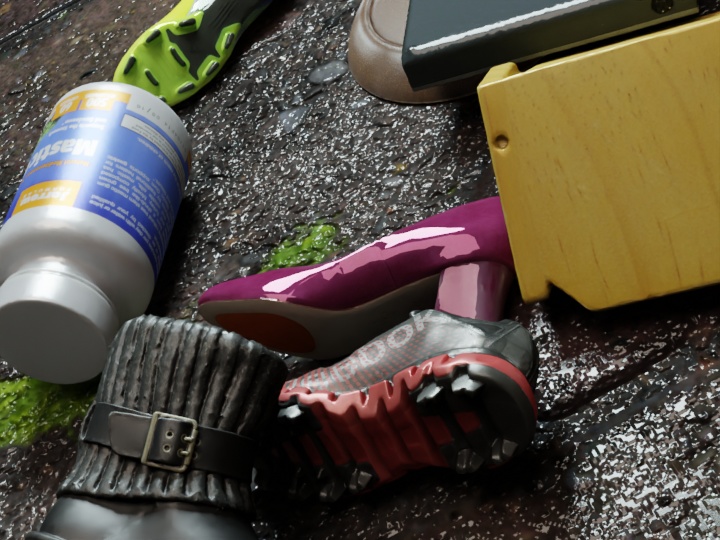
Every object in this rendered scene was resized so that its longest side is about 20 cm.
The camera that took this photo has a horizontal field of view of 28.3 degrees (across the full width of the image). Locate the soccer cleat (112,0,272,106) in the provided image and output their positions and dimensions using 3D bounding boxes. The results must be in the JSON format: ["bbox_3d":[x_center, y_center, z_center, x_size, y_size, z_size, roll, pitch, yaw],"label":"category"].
[{"bbox_3d":[-0.132,-0.201,1.188,0.201,0.065,0.084,-50,14,-17],"label":"soccer cleat"}]

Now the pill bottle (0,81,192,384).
[{"bbox_3d":[-0.188,-0.026,0.984,0.111,0.113,0.202,-11,42,21],"label":"pill bottle"}]

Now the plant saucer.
[{"bbox_3d":[0.076,-0.205,1.076,0.198,0.032,0.202,-18,41,16],"label":"plant saucer"}]

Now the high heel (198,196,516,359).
[{"bbox_3d":[0.000,0.000,0.878,0.197,0.068,0.097,3,58,13],"label":"high heel"}]

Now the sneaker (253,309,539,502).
[{"bbox_3d":[0.016,0.072,0.795,0.198,0.071,0.098,-15,24,32],"label":"sneaker"}]

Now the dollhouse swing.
[{"bbox_3d":[0.193,-0.077,0.869,0.197,0.176,0.185,-14,83,17],"label":"dollhouse swing"}]

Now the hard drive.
[{"bbox_3d":[0.127,-0.198,0.982,0.197,0.033,0.141,-13,39,19],"label":"hard drive"}]

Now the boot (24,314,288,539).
[{"bbox_3d":[-0.061,0.118,0.730,0.208,0.080,0.159,20,63,11],"label":"boot"}]
